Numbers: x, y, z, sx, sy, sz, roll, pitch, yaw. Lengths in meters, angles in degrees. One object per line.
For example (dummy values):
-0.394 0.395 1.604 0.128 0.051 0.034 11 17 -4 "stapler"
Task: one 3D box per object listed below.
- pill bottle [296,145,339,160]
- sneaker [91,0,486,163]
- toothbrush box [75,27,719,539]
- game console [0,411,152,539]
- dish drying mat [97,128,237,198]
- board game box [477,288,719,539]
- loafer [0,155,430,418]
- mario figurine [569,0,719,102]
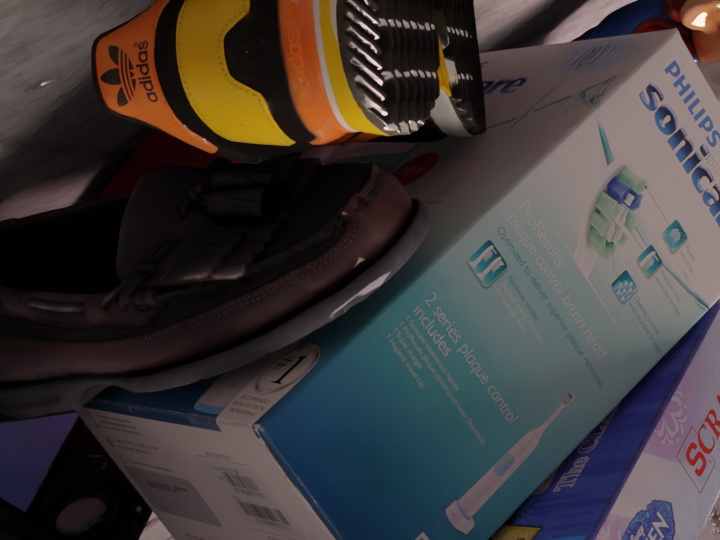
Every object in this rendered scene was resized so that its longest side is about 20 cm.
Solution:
0.000 0.000 0.919 0.111 0.111 0.200 -23 170 -41 "pill bottle"
-0.017 -0.069 0.642 0.090 0.070 0.200 -5 -176 12 "sneaker"
0.022 0.013 0.723 0.200 0.085 0.146 -42 -159 -22 "toothbrush box"
-0.187 0.069 0.769 0.200 0.116 0.176 -8 -149 21 "game console"
-0.070 -0.030 0.812 0.077 0.018 0.200 -24 171 -33 "dish drying mat"
0.024 0.091 0.726 0.199 0.041 0.200 -17 -153 41 "board game box"
-0.068 -0.002 0.674 0.200 0.063 0.072 -18 -155 43 "loafer"
0.141 -0.080 0.903 0.106 0.123 0.200 20 148 -33 "mario figurine"
